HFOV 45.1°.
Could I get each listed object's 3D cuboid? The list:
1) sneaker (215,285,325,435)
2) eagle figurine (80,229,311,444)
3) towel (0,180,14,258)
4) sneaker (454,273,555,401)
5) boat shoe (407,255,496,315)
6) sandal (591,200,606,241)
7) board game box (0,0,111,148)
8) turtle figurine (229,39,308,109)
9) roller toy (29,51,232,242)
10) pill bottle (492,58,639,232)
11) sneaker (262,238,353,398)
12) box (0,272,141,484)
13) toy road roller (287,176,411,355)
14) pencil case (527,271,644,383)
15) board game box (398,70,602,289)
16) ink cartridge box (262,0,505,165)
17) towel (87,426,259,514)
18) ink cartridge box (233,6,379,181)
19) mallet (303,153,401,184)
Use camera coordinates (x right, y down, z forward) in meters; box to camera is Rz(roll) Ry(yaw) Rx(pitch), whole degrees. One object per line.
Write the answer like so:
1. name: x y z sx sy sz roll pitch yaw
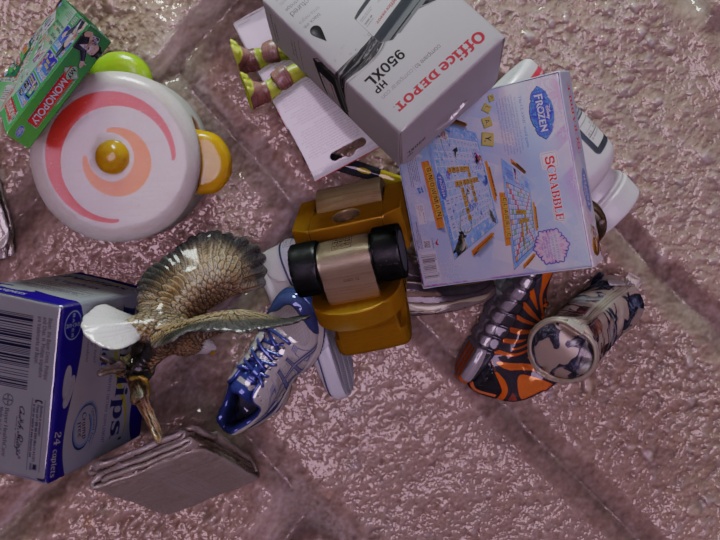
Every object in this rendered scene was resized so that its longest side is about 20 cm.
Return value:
1. sneaker: -0.104 0.111 0.983 0.075 0.088 0.201 32 122 16
2. eagle figurine: -0.174 0.053 0.911 0.200 0.151 0.152 -40 92 3
3. towel: -0.486 -0.099 1.003 0.131 0.034 0.202 -14 97 -2
4. sneaker: 0.206 0.068 1.048 0.111 0.078 0.201 27 104 -11
5. boat shoe: 0.064 0.018 1.028 0.198 0.074 0.074 -7 88 -10
6. sandal: 0.187 -0.046 0.981 0.199 0.055 0.082 -18 110 40
7. board game box: -0.333 -0.216 0.921 0.029 0.200 0.135 36 95 -34
8. turtle figurine: -0.058 -0.244 0.947 0.160 0.064 0.202 -18 76 -2
9. roller toy: -0.260 -0.123 0.960 0.200 0.140 0.183 43 93 -7
10. pill bottle: 0.219 -0.131 0.997 0.200 0.120 0.120 44 92 -7
11. sneaker: -0.067 0.061 1.036 0.070 0.073 0.202 -18 96 21
12. box: -0.321 0.107 0.945 0.104 0.200 0.186 9 96 12
13. toy road roller: 0.000 0.000 0.958 0.122 0.201 0.147 -11 119 10
14. pencil case: 0.259 0.062 0.985 0.077 0.200 0.090 29 118 23
15. board game box: 0.142 -0.091 0.927 0.198 0.041 0.202 -7 98 31
16. ink cartridge box: 0.024 -0.229 0.861 0.145 0.084 0.200 -43 77 -8
17. towel: -0.206 0.228 0.980 0.132 0.200 0.035 -21 63 3
18. ink cartridge box: -0.054 -0.217 1.007 0.108 0.050 0.201 -27 98 -1
19. mallet: 0.033 -0.120 1.031 0.199 0.041 0.066 24 96 -2
